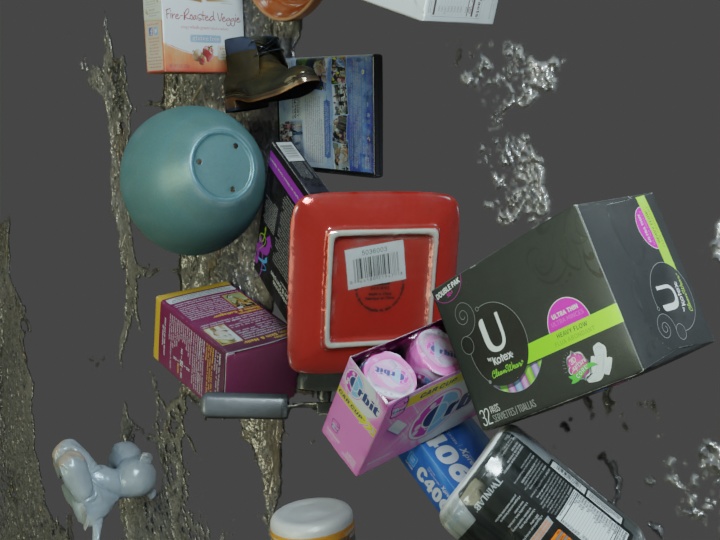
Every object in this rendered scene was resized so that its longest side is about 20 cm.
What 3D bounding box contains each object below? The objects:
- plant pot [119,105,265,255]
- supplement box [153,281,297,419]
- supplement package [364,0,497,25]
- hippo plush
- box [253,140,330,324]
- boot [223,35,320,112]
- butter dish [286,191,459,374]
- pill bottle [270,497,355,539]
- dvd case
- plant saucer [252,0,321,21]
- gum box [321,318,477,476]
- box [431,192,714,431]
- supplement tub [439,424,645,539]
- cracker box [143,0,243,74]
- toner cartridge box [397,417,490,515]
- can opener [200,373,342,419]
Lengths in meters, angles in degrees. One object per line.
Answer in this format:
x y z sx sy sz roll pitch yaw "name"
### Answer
-0.204 -0.128 1.187 0.134 0.196 0.205 -9 91 60 "plant pot"
-0.195 0.108 1.295 0.199 0.129 0.105 30 121 43 "supplement box"
0.050 -0.357 0.926 0.199 0.109 0.159 33 122 41 "supplement package"
-0.453 0.366 1.621 0.199 0.158 0.162 36 140 48 "hippo plush"
-0.091 -0.045 1.180 0.144 0.035 0.203 54 140 43 "box"
-0.124 -0.263 1.150 0.198 0.074 0.099 -1 100 52 "boot"
0.000 0.000 1.030 0.148 0.195 0.204 -138 49 -66 "butter dish"
-0.056 0.419 1.203 0.115 0.115 0.205 1 99 49 "pill bottle"
-0.042 -0.196 1.139 0.198 0.017 0.146 12 107 47 "dvd case"
-0.087 -0.421 1.138 0.198 0.032 0.205 13 107 47 "plant saucer"
0.065 0.120 0.940 0.066 0.197 0.115 46 135 29 "gum box"
0.190 0.041 0.830 0.199 0.123 0.151 -35 72 48 "box"
0.182 0.253 0.851 0.199 0.122 0.124 39 128 12 "supplement tub"
-0.229 -0.375 1.236 0.057 0.132 0.205 9 105 47 "cracker box"
0.085 0.187 1.005 0.201 0.094 0.044 50 130 30 "toner cartridge box"
-0.109 0.160 1.177 0.053 0.195 0.069 108 164 -79 "can opener"
